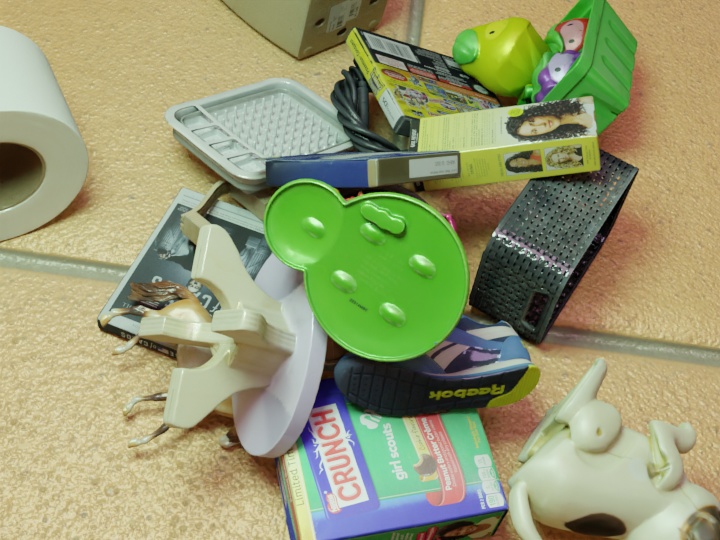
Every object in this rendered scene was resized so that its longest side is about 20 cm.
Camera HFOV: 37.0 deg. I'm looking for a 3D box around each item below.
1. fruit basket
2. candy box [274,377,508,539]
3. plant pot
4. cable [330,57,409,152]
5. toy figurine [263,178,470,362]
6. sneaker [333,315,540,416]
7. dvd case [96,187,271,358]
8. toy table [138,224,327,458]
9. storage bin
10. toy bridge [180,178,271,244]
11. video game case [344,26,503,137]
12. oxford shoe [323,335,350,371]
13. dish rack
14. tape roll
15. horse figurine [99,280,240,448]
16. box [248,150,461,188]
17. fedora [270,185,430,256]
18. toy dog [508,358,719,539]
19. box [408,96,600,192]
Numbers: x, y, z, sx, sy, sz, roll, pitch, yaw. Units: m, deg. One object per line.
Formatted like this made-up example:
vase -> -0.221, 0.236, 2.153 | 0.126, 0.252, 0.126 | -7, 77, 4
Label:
fruit basket -> 0.224, -0.264, 1.326 | 0.215, 0.156, 0.216 | 21, 46, -23
candy box -> 0.021, 0.185, 1.045 | 0.199, 0.077, 0.170 | -8, 55, -11
plant pot -> -0.061, -0.397, 1.388 | 0.200, 0.200, 0.177 | -28, 73, -23
cable -> 0.041, -0.186, 1.279 | 0.163, 0.051, 0.200 | 37, 37, -4
toy figurine -> 0.022, -0.021, 1.029 | 0.200, 0.150, 0.184 | 32, 16, 7
sneaker -> 0.069, 0.087, 1.035 | 0.199, 0.074, 0.082 | 0, 49, -15
dvd case -> -0.174, 0.008, 1.182 | 0.150, 0.025, 0.200 | 20, 55, 9
toy table -> -0.113, 0.064, 0.999 | 0.117, 0.184, 0.201 | 18, 63, -37
storage bin -> 0.212, -0.037, 1.184 | 0.094, 0.135, 0.200 | 30, 57, 14
toy bridge -> -0.124, -0.085, 1.227 | 0.067, 0.027, 0.200 | 37, 45, 29
video game case -> 0.094, -0.209, 1.297 | 0.199, 0.026, 0.181 | 9, 40, -34
oxford shoe -> -0.030, -0.005, 1.074 | 0.071, 0.071, 0.201 | -6, 59, -2
dish rack -> -0.110, -0.155, 1.261 | 0.200, 0.044, 0.172 | -25, 49, -37
tape roll -> -0.410, -0.145, 1.157 | 0.202, 0.203, 0.139 | -19, 60, -18
horse figurine -> -0.183, 0.090, 1.085 | 0.132, 0.050, 0.201 | -15, 73, -5
box -> -0.010, -0.105, 1.109 | 0.121, 0.033, 0.200 | -11, 12, -42
fedora -> 0.000, 0.000, 1.164 | 0.176, 0.090, 0.200 | 26, 64, 14
toy dog -> 0.253, 0.211, 1.009 | 0.200, 0.140, 0.194 | 36, 43, 7
box -> 0.152, -0.135, 1.151 | 0.199, 0.050, 0.075 | -7, 42, 12
